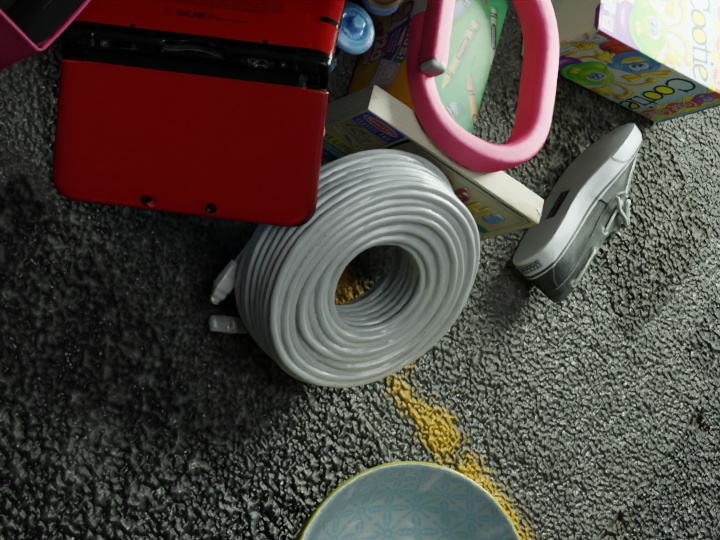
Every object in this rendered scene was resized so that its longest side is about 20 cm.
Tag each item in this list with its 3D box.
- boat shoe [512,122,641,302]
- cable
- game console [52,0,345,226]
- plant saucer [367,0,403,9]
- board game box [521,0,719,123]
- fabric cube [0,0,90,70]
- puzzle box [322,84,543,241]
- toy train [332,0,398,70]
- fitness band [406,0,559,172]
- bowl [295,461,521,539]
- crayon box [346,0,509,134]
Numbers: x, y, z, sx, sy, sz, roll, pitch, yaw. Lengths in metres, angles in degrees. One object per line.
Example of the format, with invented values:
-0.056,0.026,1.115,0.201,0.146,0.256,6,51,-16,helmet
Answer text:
0.220,-0.054,1.541,0.068,0.074,0.199,46,56,-18,boat shoe
0.000,0.000,1.291,0.200,0.069,0.200,19,110,-40,cable
-0.121,-0.140,1.239,0.200,0.119,0.172,7,41,2,game console
0.021,-0.310,1.291,0.200,0.037,0.201,15,90,-69,plant saucer
0.268,-0.233,1.598,0.200,0.103,0.105,19,70,-36,board game box
-0.274,-0.252,1.088,0.200,0.199,0.196,48,56,-23,fabric cube
0.039,-0.079,1.356,0.200,0.133,0.025,31,60,-31,puzzle box
-0.024,-0.251,1.374,0.114,0.087,0.200,44,55,-16,toy train
0.104,-0.177,1.331,0.144,0.037,0.200,27,60,-33,fitness band
0.024,0.255,1.282,0.200,0.108,0.200,4,76,-18,bowl
0.056,-0.184,1.401,0.058,0.119,0.200,32,62,-31,crayon box
